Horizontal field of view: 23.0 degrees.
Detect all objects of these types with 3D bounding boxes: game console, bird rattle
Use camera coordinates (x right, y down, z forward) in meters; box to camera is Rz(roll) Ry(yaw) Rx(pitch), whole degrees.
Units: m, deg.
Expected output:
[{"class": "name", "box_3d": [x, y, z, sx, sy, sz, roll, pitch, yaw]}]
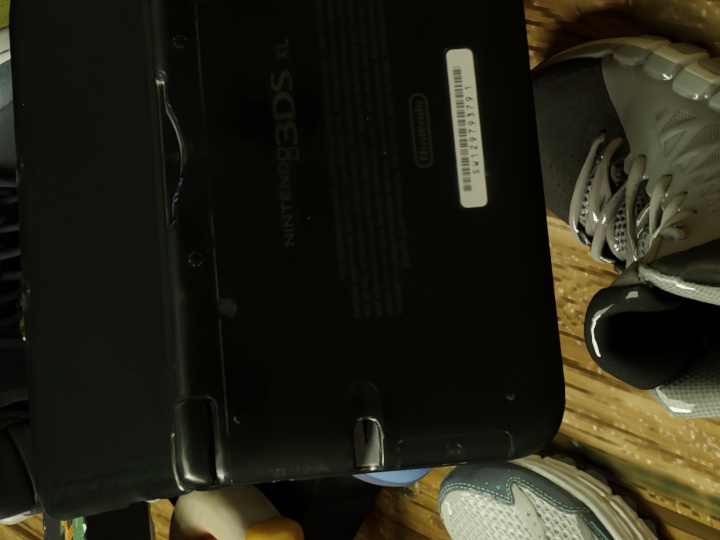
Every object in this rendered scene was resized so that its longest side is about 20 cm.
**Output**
[{"class": "game console", "box_3d": [-0.033, -0.027, 0.590, 0.116, 0.174, 0.202, 106, 159, -79]}, {"class": "bird rattle", "box_3d": [-0.049, 0.176, 0.845, 0.200, 0.112, 0.165, -159, 61, -68]}]

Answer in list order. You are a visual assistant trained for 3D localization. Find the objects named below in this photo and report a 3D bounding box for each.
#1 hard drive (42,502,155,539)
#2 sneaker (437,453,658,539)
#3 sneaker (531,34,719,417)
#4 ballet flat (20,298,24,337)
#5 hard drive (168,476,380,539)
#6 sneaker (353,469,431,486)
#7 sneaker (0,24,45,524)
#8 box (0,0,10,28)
[{"class": "hard drive", "box_3d": [-0.135, 0.140, 0.907, 0.201, 0.037, 0.141, -102, 22, -46]}, {"class": "sneaker", "box_3d": [0.092, 0.154, 0.690, 0.200, 0.086, 0.078, 46, 142, 23]}, {"class": "sneaker", "box_3d": [0.091, -0.014, 0.549, 0.199, 0.115, 0.076, 22, 130, 44]}, {"class": "ballet flat", "box_3d": [-0.116, -0.024, 0.777, 0.068, 0.198, 0.063, -105, -8, -57]}, {"class": "hard drive", "box_3d": [-0.051, 0.078, 0.869, 0.135, 0.042, 0.201, 49, 144, 19]}, {"class": "sneaker", "box_3d": [0.000, 0.000, 0.721, 0.082, 0.074, 0.202, -1, 116, 45]}, {"class": "sneaker", "box_3d": [-0.140, 0.015, 0.697, 0.203, 0.077, 0.147, -49, 62, 29]}, {"class": "box", "box_3d": [-0.165, -0.141, 0.788, 0.200, 0.075, 0.051, -126, 28, -55]}]
